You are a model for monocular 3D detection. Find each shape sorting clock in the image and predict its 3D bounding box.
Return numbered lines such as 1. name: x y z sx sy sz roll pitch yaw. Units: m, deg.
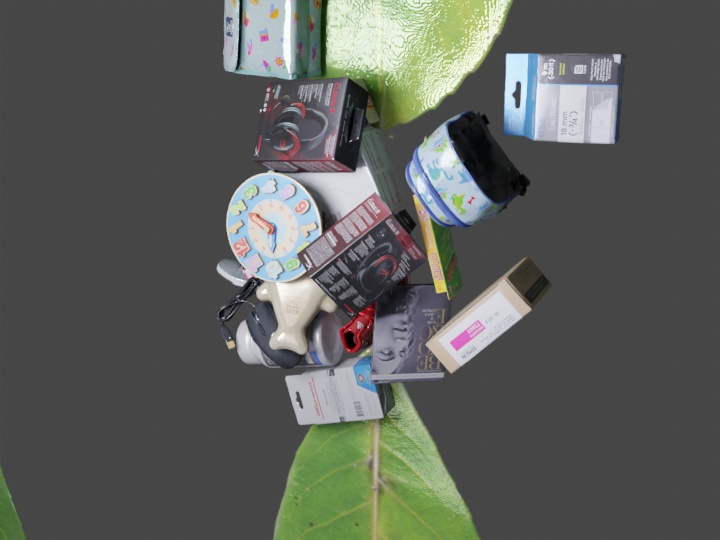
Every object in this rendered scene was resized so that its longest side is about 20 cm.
1. shape sorting clock: -0.159 -0.076 1.539 0.200 0.039 0.201 7 106 28

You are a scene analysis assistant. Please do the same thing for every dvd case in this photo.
1. dvd case: 0.097 0.121 1.628 0.148 0.016 0.201 0 109 -13

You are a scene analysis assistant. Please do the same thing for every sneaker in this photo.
1. sneaker: -0.197 -0.019 1.725 0.200 0.084 0.121 18 113 15
2. sneaker: 0.027 0.080 1.636 0.078 0.115 0.200 27 114 15

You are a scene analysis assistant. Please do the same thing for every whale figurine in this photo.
1. whale figurine: -0.119 0.057 1.627 0.159 0.104 0.201 8 88 4

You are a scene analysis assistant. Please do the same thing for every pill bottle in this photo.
1. pill bottle: -0.144 0.141 1.732 0.199 0.114 0.114 -4 103 25

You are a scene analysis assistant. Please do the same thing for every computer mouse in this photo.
1. computer mouse: -0.210 0.124 1.675 0.140 0.046 0.200 -39 73 17

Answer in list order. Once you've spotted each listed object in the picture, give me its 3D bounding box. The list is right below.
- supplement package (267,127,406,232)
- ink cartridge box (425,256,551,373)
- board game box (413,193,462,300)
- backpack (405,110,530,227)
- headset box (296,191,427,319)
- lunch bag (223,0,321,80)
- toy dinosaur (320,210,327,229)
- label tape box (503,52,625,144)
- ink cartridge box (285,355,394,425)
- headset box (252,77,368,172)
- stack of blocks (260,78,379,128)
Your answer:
1. supplement package: -0.042 -0.156 1.600 0.200 0.111 0.156 -19 97 28
2. ink cartridge box: 0.230 0.078 1.517 0.200 0.165 0.075 -42 86 28
3. board game box: 0.144 -0.051 1.556 0.030 0.096 0.201 -13 100 25
4. backpack: 0.170 -0.161 1.454 0.147 0.200 0.183 -34 90 28
5. headset box: 0.013 -0.030 1.502 0.200 0.149 0.075 -39 44 4
6. lunch bag: -0.178 -0.446 1.573 0.200 0.122 0.171 14 113 29
7. toy dinosaur: -0.098 -0.083 1.561 0.200 0.047 0.088 31 127 12
8. label tape box: 0.332 -0.288 1.421 0.199 0.063 0.145 6 107 22
9. ink cartridge box: -0.043 0.246 1.743 0.200 0.068 0.116 -10 101 26
10. headset box: -0.079 -0.252 1.492 0.200 0.075 0.149 5 81 33
11. stack of blocks: -0.077 -0.293 1.605 0.200 0.059 0.115 -21 96 28
